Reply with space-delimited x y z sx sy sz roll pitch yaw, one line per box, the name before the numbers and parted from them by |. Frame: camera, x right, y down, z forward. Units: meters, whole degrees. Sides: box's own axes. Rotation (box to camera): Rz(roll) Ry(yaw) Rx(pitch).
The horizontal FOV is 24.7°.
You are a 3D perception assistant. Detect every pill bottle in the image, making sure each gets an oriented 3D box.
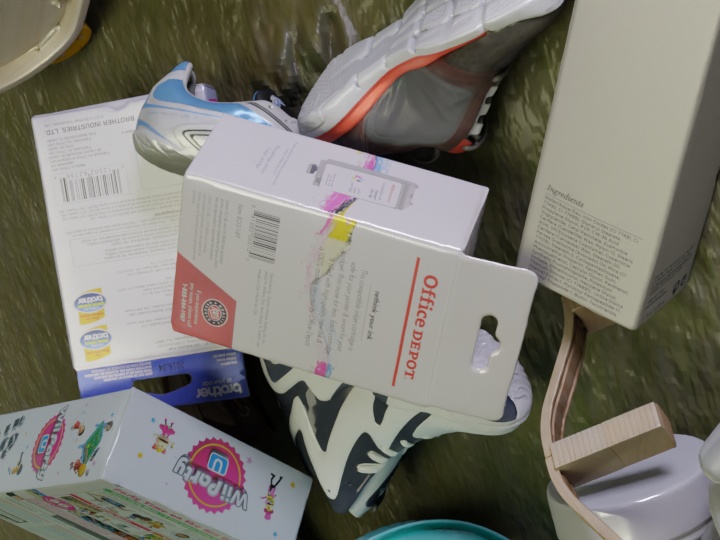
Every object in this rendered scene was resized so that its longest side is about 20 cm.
pill bottle | 0.176 0.202 0.925 0.113 0.114 0.201 -7 107 42

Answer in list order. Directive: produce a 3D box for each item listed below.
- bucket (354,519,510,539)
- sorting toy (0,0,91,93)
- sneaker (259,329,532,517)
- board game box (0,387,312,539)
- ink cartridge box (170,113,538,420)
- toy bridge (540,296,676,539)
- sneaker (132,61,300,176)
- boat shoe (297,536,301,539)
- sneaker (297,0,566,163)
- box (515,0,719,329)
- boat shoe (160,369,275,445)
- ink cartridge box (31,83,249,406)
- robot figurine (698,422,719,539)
bucket | 0.039 0.254 1.002 0.205 0.135 0.209 1 97 5
sorting toy | -0.249 -0.240 1.079 0.181 0.106 0.200 64 153 17
sneaker | 0.026 0.101 1.030 0.198 0.079 0.130 8 122 32
board game box | -0.150 0.144 1.077 0.147 0.065 0.199 31 153 -30
ink cartridge box | 0.000 0.000 0.925 0.199 0.068 0.117 17 129 7
toy bridge | 0.131 0.094 0.865 0.067 0.201 0.027 -24 138 17
sneaker | -0.042 -0.066 0.998 0.199 0.072 0.073 25 85 8
boat shoe | -0.036 0.234 1.150 0.200 0.072 0.068 46 106 1
sneaker | 0.053 -0.110 0.920 0.082 0.077 0.199 42 140 -21
box | 0.144 -0.078 0.843 0.082 0.068 0.201 29 127 26
boat shoe | -0.109 0.027 1.122 0.071 0.072 0.201 -17 89 13
ink cartridge box | -0.138 -0.011 1.070 0.118 0.042 0.202 -9 91 9
robot figurine | 0.249 0.096 0.800 0.169 0.113 0.201 18 123 -22
